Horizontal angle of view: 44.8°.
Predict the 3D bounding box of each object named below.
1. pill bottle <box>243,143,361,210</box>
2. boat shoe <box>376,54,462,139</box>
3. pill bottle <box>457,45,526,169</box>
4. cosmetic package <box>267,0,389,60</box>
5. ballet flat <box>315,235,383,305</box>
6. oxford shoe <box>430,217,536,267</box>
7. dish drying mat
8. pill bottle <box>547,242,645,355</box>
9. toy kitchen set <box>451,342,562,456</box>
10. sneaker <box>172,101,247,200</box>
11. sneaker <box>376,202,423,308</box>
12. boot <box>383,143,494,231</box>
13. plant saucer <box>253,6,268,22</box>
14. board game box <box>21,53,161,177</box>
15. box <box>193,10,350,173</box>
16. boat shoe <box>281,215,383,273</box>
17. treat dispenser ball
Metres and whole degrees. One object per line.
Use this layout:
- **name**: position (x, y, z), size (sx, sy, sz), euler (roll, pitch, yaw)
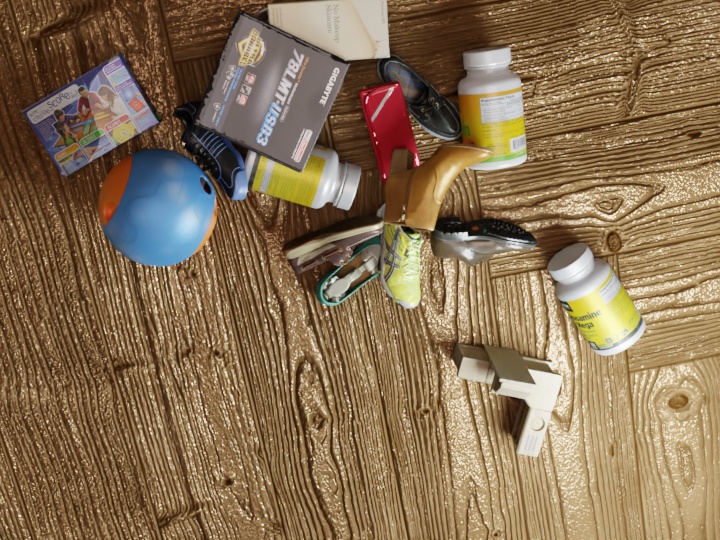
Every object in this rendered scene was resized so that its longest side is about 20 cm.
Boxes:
- **pill bottle**: position (-0.105, -0.174, 1.547), size (0.199, 0.111, 0.112), euler (16, 105, -7)
- **boat shoe**: position (0.107, -0.303, 1.551), size (0.200, 0.057, 0.069), euler (40, 100, -13)
- **pill bottle**: position (0.229, -0.286, 1.534), size (0.110, 0.111, 0.201), euler (-8, 106, -1)
- **cosmetic package**: position (-0.054, -0.405, 1.476), size (0.199, 0.073, 0.104), euler (-5, 106, -1)
- **ballet flat**: position (0.000, 0.000, 1.625), size (0.200, 0.070, 0.067), euler (-39, 104, 8)
- **oxford shoe**: position (0.228, -0.049, 1.634), size (0.199, 0.073, 0.085), euler (4, 123, -2)
- **dish drying mat**: position (0.057, -0.235, 1.561), size (0.076, 0.018, 0.201), euler (-13, 120, 6)
- **pill bottle**: position (0.439, 0.052, 1.644), size (0.112, 0.112, 0.200), euler (-35, 105, 7)
- **toy kitchen set**: position (0.271, 0.260, 1.668), size (0.199, 0.163, 0.181), euler (12, 105, -6)
- **sneaker**: position (-0.260, -0.204, 1.505), size (0.078, 0.070, 0.201), euler (-12, 66, -32)
- **sneaker**: position (0.076, -0.031, 1.582), size (0.075, 0.076, 0.201), euler (-9, 87, -33)
- **boot**: position (0.134, -0.140, 1.510), size (0.200, 0.071, 0.145), euler (-1, 83, 30)
- **plant saucer**: position (-0.124, -0.366, 1.534), size (0.199, 0.029, 0.201), euler (-1, 107, -3)
- **board game box**: position (-0.471, -0.272, 1.536), size (0.199, 0.034, 0.136), euler (-28, 105, 5)
- **box**: position (-0.145, -0.292, 1.439), size (0.198, 0.050, 0.201), euler (25, 102, -6)
- **boat shoe**: position (-0.043, -0.043, 1.604), size (0.199, 0.072, 0.072), euler (-19, 110, 14)
- **treat dispenser ball**: position (-0.348, -0.108, 1.505), size (0.200, 0.201, 0.202), euler (-1, 106, -3)
